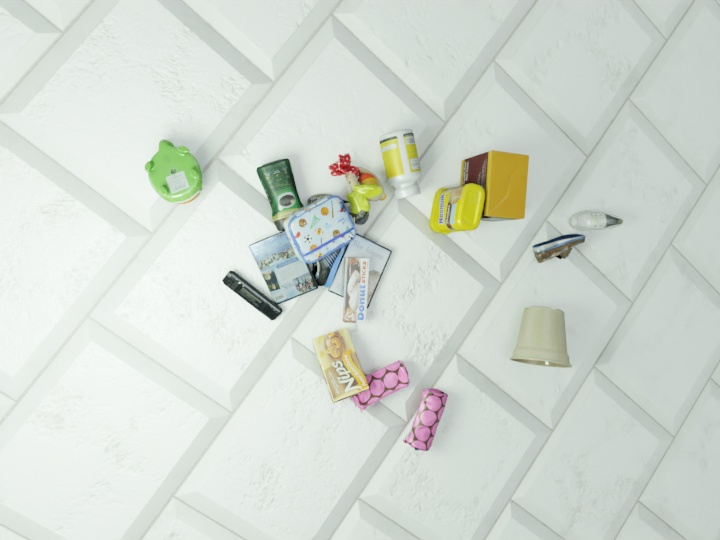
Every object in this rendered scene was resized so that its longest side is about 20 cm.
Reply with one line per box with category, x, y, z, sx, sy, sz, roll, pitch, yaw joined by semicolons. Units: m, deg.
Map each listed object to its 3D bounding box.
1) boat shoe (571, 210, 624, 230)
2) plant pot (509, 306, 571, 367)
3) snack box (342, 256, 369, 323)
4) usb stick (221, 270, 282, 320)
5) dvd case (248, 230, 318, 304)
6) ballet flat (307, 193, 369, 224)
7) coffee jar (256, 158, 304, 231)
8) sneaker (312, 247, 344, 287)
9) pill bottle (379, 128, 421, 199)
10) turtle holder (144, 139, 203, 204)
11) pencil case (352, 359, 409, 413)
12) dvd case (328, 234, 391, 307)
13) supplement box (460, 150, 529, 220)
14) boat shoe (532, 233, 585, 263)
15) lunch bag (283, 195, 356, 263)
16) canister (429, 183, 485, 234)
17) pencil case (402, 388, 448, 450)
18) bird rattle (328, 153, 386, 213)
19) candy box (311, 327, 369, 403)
boat shoe;0.855;-0.181;1.872;0.198;0.069;0.072;-4;95;-16
plant pot;0.618;0.224;1.769;0.199;0.200;0.185;13;77;-16
snack box;-0.014;0.061;1.612;0.071;0.024;0.202;2;93;-16
usb stick;-0.320;0.076;1.549;0.200;0.033;0.055;40;116;-14
dvd case;-0.227;-0.011;1.549;0.142;0.018;0.201;-21;106;4
ballet flat;-0.062;-0.197;1.599;0.199;0.072;0.073;16;88;-16
coffee jar;-0.229;-0.221;1.540;0.104;0.085;0.202;-19;98;-15
sneaker;-0.103;-0.050;1.593;0.077;0.070;0.202;18;88;-22
pill bottle;0.130;-0.330;1.629;0.110;0.111;0.202;-14;96;-15
turtle holder;-0.513;-0.264;1.429;0.185;0.132;0.141;37;78;6
pencil case;0.064;0.365;1.652;0.199;0.091;0.094;-26;64;-12
dvd case;0.000;0.000;1.644;0.142;0.018;0.201;25;85;-15
supplement box;0.421;-0.264;1.671;0.132;0.200;0.199;3;91;-16
boat shoe;0.701;-0.077;1.836;0.198;0.072;0.073;-15;101;-5
lunch bag;-0.111;-0.118;1.511;0.199;0.075;0.161;-29;107;-18
canister;0.302;-0.193;1.639;0.086;0.200;0.150;12;89;-17
pencil case;0.211;0.481;1.695;0.093;0.091;0.202;21;84;-5
bird rattle;-0.004;-0.267;1.596;0.162;0.201;0.113;-1;136;-44
candy box;-0.063;0.288;1.591;0.115;0.055;0.201;-18;75;-14
